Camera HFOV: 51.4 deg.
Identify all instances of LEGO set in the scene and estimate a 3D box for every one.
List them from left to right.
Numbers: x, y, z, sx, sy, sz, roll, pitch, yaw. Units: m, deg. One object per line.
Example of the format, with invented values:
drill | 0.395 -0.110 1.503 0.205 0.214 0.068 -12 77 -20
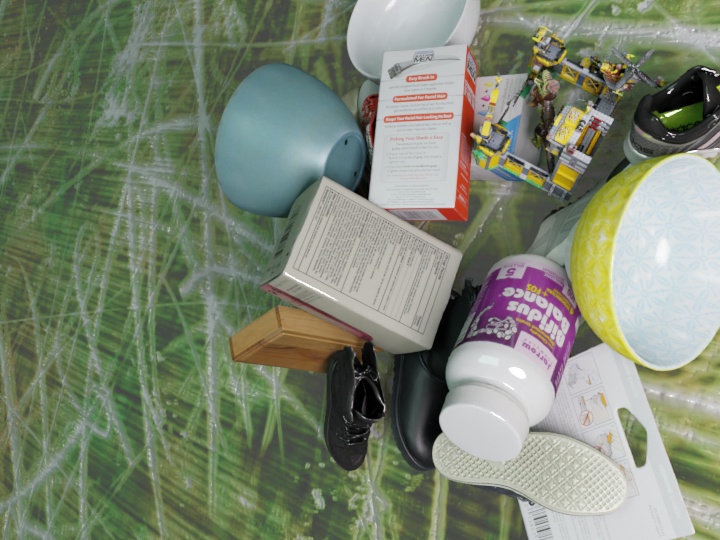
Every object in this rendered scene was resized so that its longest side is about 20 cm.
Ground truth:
LEGO set | 0.214 -0.181 0.799 0.153 0.116 0.200 39 77 13

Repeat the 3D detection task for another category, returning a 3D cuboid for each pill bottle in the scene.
pill bottle | 0.152 0.086 0.758 0.111 0.113 0.201 -10 36 40

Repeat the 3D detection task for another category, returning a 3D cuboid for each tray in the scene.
tray | -0.065 0.097 0.990 0.098 0.199 0.037 -33 59 32

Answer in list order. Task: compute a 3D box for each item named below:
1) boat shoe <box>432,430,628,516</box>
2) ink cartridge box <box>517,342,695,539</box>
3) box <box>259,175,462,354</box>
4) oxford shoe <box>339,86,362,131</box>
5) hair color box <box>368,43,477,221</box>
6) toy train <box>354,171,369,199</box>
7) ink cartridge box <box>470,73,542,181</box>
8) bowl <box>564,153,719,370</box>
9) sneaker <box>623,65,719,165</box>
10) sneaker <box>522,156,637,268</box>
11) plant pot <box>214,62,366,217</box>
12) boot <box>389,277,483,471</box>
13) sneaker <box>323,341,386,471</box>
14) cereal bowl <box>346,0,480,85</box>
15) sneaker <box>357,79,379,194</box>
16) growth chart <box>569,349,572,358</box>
boat shoe | 0.172 0.201 0.763 0.197 0.062 0.076 3 76 30
ink cartridge box | 0.235 0.190 0.774 0.173 0.043 0.203 -30 59 34
box | 0.000 0.000 0.888 0.109 0.198 0.129 -23 42 65
oxford shoe | -0.058 -0.210 1.145 0.200 0.073 0.071 -44 53 26
hair color box | 0.077 -0.164 0.904 0.109 0.064 0.203 2 80 23
toy train | -0.022 -0.104 1.086 0.113 0.085 0.202 -36 58 20
ink cartridge box | 0.135 -0.181 0.965 0.198 0.067 0.117 8 84 43
bowl | 0.266 -0.012 0.729 0.107 0.198 0.203 11 87 56
sneaker | 0.354 -0.158 0.721 0.197 0.087 0.075 -14 63 17
sneaker | 0.246 -0.055 0.832 0.201 0.073 0.080 -52 45 20
plant pot | -0.071 -0.153 0.972 0.134 0.199 0.203 23 95 29
boot | 0.109 0.123 0.890 0.162 0.073 0.201 -34 48 46
sneaker | -0.006 0.180 0.956 0.104 0.059 0.203 -153 57 -65
cereal bowl | 0.082 -0.335 1.033 0.198 0.083 0.203 -16 63 33
sneaker | 0.034 -0.205 1.023 0.108 0.066 0.204 98 170 -65
growth chart | 0.196 0.149 0.864 0.144 0.018 0.203 -27 62 36
